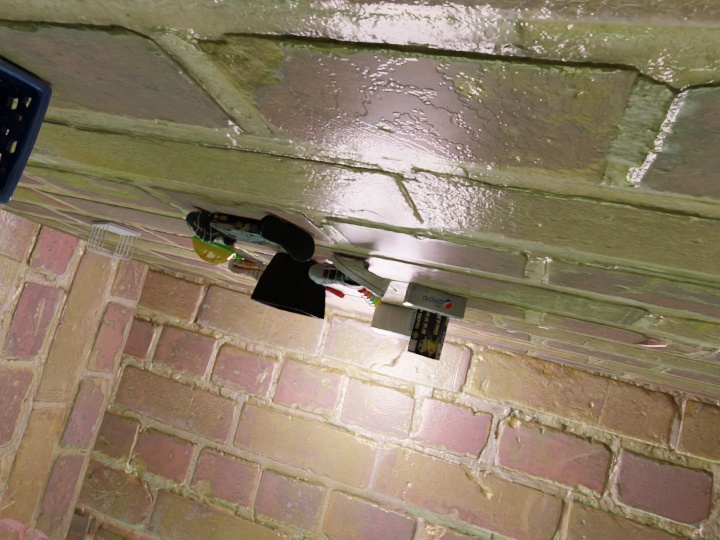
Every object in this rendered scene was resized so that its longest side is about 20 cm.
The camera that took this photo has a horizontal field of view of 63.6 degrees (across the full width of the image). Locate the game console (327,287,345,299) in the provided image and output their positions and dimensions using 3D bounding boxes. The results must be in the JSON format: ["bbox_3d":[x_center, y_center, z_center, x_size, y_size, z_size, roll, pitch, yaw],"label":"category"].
[{"bbox_3d":[-0.184,0.087,2.650,0.198,0.031,0.176,6,162,43],"label":"game console"}]

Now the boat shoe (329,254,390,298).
[{"bbox_3d":[0.000,0.000,1.677,0.199,0.066,0.072,35,-177,24],"label":"boat shoe"}]

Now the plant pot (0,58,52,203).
[{"bbox_3d":[-0.623,-0.234,0.869,0.178,0.203,0.199,15,174,36],"label":"plant pot"}]

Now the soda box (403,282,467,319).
[{"bbox_3d":[0.243,0.102,1.896,0.197,0.069,0.063,15,171,-8],"label":"soda box"}]

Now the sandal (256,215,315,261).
[{"bbox_3d":[-0.187,-0.089,1.480,0.048,0.076,0.200,40,-177,43],"label":"sandal"}]

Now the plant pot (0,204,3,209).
[{"bbox_3d":[-1.159,-0.252,1.706,0.198,0.204,0.182,7,180,38],"label":"plant pot"}]

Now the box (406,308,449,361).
[{"bbox_3d":[0.263,0.231,2.221,0.049,0.203,0.160,8,169,44],"label":"box"}]

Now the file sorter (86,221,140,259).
[{"bbox_3d":[-1.043,-0.124,2.433,0.138,0.127,0.198,23,168,-41],"label":"file sorter"}]

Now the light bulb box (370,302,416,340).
[{"bbox_3d":[0.166,0.237,2.663,0.197,0.127,0.198,12,170,12],"label":"light bulb box"}]

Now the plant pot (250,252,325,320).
[{"bbox_3d":[-0.225,0.050,1.986,0.197,0.180,0.200,11,169,25],"label":"plant pot"}]

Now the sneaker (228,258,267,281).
[{"bbox_3d":[-0.437,-0.007,2.362,0.197,0.079,0.077,20,-176,-10],"label":"sneaker"}]

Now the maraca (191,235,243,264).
[{"bbox_3d":[-0.453,-0.071,1.843,0.135,0.108,0.200,19,173,22],"label":"maraca"}]

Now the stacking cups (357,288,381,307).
[{"bbox_3d":[0.027,0.094,2.218,0.060,0.061,0.200,11,170,20],"label":"stacking cups"}]

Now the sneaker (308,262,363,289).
[{"bbox_3d":[-0.058,0.011,1.839,0.197,0.079,0.140,7,172,-16],"label":"sneaker"}]

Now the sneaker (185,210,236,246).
[{"bbox_3d":[-0.436,-0.117,1.646,0.085,0.079,0.200,14,171,26],"label":"sneaker"}]

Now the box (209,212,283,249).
[{"bbox_3d":[-0.293,-0.105,1.593,0.197,0.041,0.137,12,169,19],"label":"box"}]
